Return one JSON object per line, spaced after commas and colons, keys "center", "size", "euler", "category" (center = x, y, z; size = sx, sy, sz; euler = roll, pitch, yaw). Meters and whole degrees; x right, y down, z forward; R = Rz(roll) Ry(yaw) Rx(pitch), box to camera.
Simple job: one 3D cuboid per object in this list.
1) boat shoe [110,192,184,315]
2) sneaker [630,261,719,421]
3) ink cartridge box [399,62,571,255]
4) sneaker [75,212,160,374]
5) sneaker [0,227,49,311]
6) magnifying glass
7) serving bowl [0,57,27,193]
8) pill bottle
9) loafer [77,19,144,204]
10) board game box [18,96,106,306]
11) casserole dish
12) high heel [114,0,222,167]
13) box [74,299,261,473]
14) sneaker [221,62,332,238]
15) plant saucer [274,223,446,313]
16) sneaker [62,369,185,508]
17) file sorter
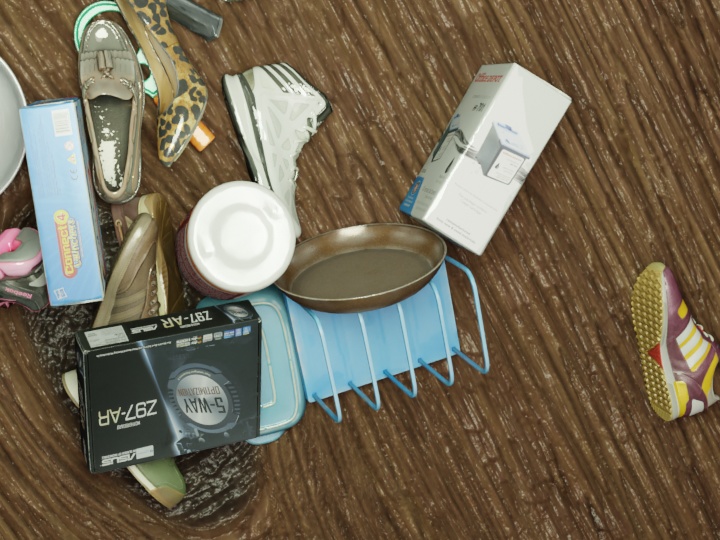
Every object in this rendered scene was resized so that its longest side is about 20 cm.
{"center": [-0.246, 0.015, 1.488], "size": [0.071, 0.072, 0.203], "euler": [-4, 104, 10], "category": "boat shoe"}
{"center": [0.394, 0.081, 1.623], "size": [0.089, 0.075, 0.203], "euler": [-14, 107, -17], "category": "sneaker"}
{"center": [0.139, -0.129, 1.496], "size": [0.085, 0.146, 0.202], "euler": [29, 92, -12], "category": "ink cartridge box"}
{"center": [-0.245, 0.035, 1.434], "size": [0.075, 0.071, 0.202], "euler": [20, 109, -13], "category": "sneaker"}
{"center": [-0.412, 0.004, 1.416], "size": [0.079, 0.198, 0.096], "euler": [-59, 144, -38], "category": "sneaker"}
{"center": [-0.239, -0.216, 1.473], "size": [0.080, 0.022, 0.200], "euler": [-43, 104, -3], "category": "magnifying glass"}
{"center": [-0.456, -0.160, 1.415], "size": [0.197, 0.066, 0.203], "euler": [-2, 99, -12], "category": "serving bowl"}
{"center": [-0.141, -0.028, 1.421], "size": [0.113, 0.200, 0.116], "euler": [1, 85, -14], "category": "pill bottle"}
{"center": [-0.268, -0.174, 1.425], "size": [0.071, 0.063, 0.203], "euler": [-5, 93, -7], "category": "loafer"}
{"center": [-0.311, -0.079, 1.389], "size": [0.055, 0.196, 0.203], "euler": [-8, 99, -9], "category": "board game box"}
{"center": [-0.126, 0.110, 1.536], "size": [0.119, 0.039, 0.203], "euler": [-12, 100, -10], "category": "casserole dish"}
{"center": [-0.232, -0.221, 1.413], "size": [0.141, 0.071, 0.202], "euler": [24, 64, -31], "category": "high heel"}
{"center": [-0.207, 0.126, 1.432], "size": [0.198, 0.044, 0.162], "euler": [-9, 122, -23], "category": "box"}
{"center": [-0.075, -0.139, 1.483], "size": [0.114, 0.076, 0.203], "euler": [-18, 94, -7], "category": "sneaker"}
{"center": [0.000, 0.000, 1.466], "size": [0.198, 0.200, 0.032], "euler": [-15, 114, -9], "category": "plant saucer"}
{"center": [-0.246, 0.171, 1.504], "size": [0.090, 0.067, 0.201], "euler": [-37, 100, 2], "category": "sneaker"}
{"center": [0.033, 0.073, 1.500], "size": [0.198, 0.123, 0.141], "euler": [-17, 109, -16], "category": "file sorter"}
